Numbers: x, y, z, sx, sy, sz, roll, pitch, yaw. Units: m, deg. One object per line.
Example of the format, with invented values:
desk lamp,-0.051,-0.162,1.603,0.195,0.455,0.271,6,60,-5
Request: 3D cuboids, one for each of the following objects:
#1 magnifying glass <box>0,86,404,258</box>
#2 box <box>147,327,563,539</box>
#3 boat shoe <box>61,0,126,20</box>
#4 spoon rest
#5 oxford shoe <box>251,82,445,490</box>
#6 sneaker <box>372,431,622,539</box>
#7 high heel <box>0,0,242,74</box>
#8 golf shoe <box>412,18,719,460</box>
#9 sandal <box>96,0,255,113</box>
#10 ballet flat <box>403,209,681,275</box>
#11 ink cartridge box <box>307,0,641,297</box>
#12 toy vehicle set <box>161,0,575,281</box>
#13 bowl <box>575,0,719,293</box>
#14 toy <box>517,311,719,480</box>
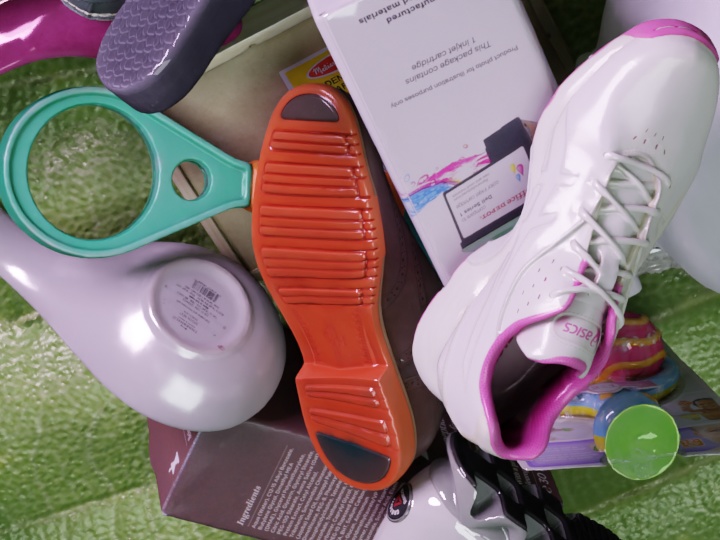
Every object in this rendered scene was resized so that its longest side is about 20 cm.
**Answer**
magnifying glass,-0.073,-0.042,1.200,0.199,0.022,0.080,4,86,-23
box,-0.005,0.093,1.303,0.199,0.100,0.075,15,119,-20
boat shoe,-0.068,-0.195,1.094,0.073,0.062,0.201,35,91,-4
spoon rest,-0.124,0.002,1.222,0.200,0.100,0.061,37,143,-3
oxford shoe,0.000,0.000,1.206,0.071,0.072,0.201,9,118,34
sneaker,0.089,0.166,1.268,0.200,0.074,0.089,38,109,-19
high heel,-0.155,-0.094,1.172,0.199,0.067,0.097,7,112,3
golf shoe,0.096,-0.007,1.055,0.075,0.092,0.201,19,114,-22
sandal,-0.037,-0.150,1.066,0.043,0.076,0.200,35,94,-36
ballet flat,0.096,-0.008,1.280,0.199,0.072,0.072,-10,124,-1
ink cartridge box,0.042,-0.083,1.136,0.084,0.145,0.201,-24,124,4
toy vehicle set,0.000,-0.086,1.231,0.199,0.027,0.125,-26,123,7
bowl,0.157,-0.068,1.179,0.090,0.202,0.202,-17,125,16
toy,0.115,0.046,1.243,0.114,0.200,0.048,-4,108,-8
